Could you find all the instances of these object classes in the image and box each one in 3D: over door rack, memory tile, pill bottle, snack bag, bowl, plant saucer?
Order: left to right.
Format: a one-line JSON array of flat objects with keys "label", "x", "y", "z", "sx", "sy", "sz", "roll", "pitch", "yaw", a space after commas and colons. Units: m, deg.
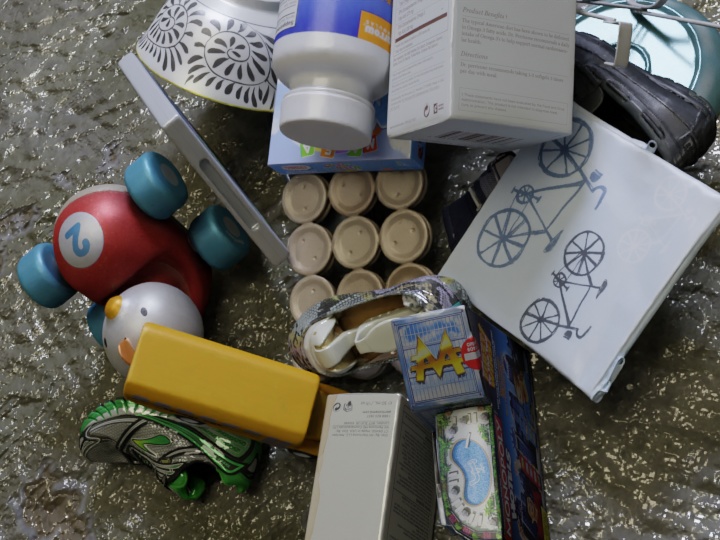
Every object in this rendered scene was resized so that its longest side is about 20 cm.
[{"label": "bowl", "x": -0.125, "y": -0.250, "z": 1.127, "sx": 0.200, "sy": 0.198, "sz": 0.095, "roll": 41, "pitch": 125, "yaw": 36}, {"label": "pill bottle", "x": -0.017, "y": -0.214, "z": 0.951, "sx": 0.110, "sy": 0.112, "sz": 0.204, "roll": 1, "pitch": 78, "yaw": 28}, {"label": "memory tile", "x": 0.000, "y": 0.000, "z": 1.014, "sx": 0.151, "sy": 0.017, "sz": 0.204, "roll": -8, "pitch": 79, "yaw": 24}, {"label": "snack bag", "x": 0.175, "y": -0.024, "z": 0.874, "sx": 0.200, "sy": 0.021, "sz": 0.190, "roll": 39, "pitch": 98, "yaw": 41}, {"label": "plant saucer", "x": 0.239, "y": -0.179, "z": 1.017, "sx": 0.197, "sy": 0.027, "sz": 0.203, "roll": -13, "pitch": 59, "yaw": 21}, {"label": "over door rack", "x": 0.230, "y": -0.229, "z": 0.918, "sx": 0.201, "sy": 0.145, "sz": 0.068, "roll": -123, "pitch": 39, "yaw": -53}]

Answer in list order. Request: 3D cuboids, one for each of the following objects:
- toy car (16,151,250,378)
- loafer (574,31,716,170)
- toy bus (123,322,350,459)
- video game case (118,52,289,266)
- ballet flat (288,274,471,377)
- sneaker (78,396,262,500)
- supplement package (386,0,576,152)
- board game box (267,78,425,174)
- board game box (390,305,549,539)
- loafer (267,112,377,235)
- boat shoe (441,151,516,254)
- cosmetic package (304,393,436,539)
[{"label": "toy car", "x": -0.209, "y": 0.032, "z": 1.025, "sx": 0.183, "sy": 0.177, "sz": 0.202, "roll": -36, "pitch": 39, "yaw": 17}, {"label": "loafer", "x": 0.210, "y": -0.148, "z": 0.944, "sx": 0.070, "sy": 0.069, "sz": 0.200, "roll": -40, "pitch": 55, "yaw": -18}, {"label": "toy bus", "x": -0.102, "y": 0.107, "z": 0.949, "sx": 0.197, "sy": 0.078, "sz": 0.066, "roll": 18, "pitch": 73, "yaw": -8}, {"label": "video game case", "x": -0.153, "y": -0.110, "z": 1.056, "sx": 0.023, "sy": 0.183, "sz": 0.200, "roll": -38, "pitch": 35, "yaw": -2}, {"label": "ballet flat", "x": 0.000, "y": 0.054, "z": 0.934, "sx": 0.198, "sy": 0.072, "sz": 0.073, "roll": -20, "pitch": 55, "yaw": 36}, {"label": "sneaker", "x": -0.183, "y": 0.167, "z": 1.021, "sx": 0.197, "sy": 0.078, "sz": 0.087, "roll": -4, "pitch": 63, "yaw": 25}, {"label": "supplement package", "x": 0.098, "y": -0.208, "z": 0.887, "sx": 0.117, "sy": 0.115, "sz": 0.204, "roll": 177, "pitch": 97, "yaw": -67}, {"label": "board game box", "x": -0.005, "y": -0.194, "z": 1.025, "sx": 0.149, "sy": 0.036, "sz": 0.204, "roll": 0, "pitch": 78, "yaw": 26}, {"label": "board game box", "x": 0.085, "y": 0.120, "z": 0.829, "sx": 0.061, "sy": 0.200, "sz": 0.203, "roll": -13, "pitch": 58, "yaw": 19}, {"label": "loafer", "x": -0.045, "y": -0.091, "z": 1.091, "sx": 0.068, "sy": 0.070, "sz": 0.202, "roll": -35, "pitch": 54, "yaw": 7}, {"label": "boat shoe", "x": 0.140, "y": 0.000, "z": 0.956, "sx": 0.092, "sy": 0.074, "sz": 0.202, "roll": -38, "pitch": 53, "yaw": 28}, {"label": "cosmetic package", "x": 0.009, "y": 0.211, "z": 0.882, "sx": 0.072, "sy": 0.104, "sz": 0.203, "roll": -3, "pitch": 62, "yaw": 27}]
